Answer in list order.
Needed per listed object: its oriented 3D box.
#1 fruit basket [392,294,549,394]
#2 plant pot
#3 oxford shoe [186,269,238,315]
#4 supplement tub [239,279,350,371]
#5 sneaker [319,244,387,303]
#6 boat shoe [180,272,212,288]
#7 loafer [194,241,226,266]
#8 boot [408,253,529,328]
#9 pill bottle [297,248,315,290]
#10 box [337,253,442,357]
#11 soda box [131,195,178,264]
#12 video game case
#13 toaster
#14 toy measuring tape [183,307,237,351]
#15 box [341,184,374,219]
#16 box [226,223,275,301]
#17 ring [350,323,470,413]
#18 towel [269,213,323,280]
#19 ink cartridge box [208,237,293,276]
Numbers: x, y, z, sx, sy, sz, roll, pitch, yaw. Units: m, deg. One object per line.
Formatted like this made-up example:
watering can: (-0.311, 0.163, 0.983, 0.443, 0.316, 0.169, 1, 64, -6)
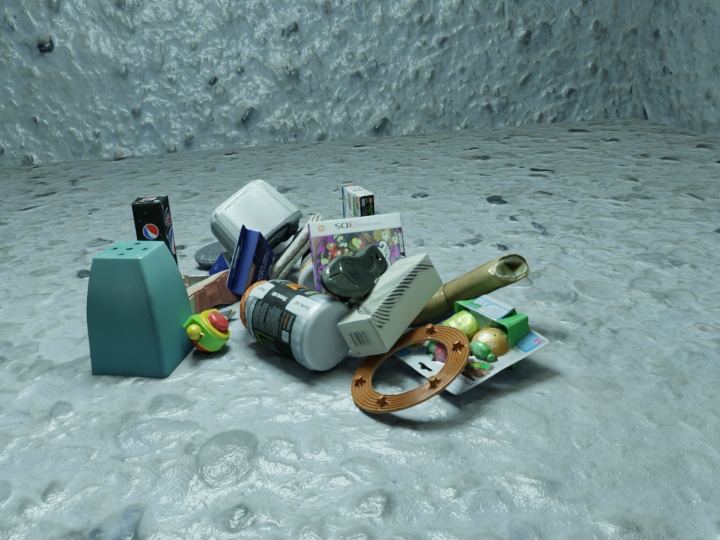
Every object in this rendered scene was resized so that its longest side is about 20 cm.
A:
fruit basket: (0.171, 0.115, 1.109, 0.198, 0.095, 0.185, -18, 25, -27)
plant pot: (-0.380, 0.057, 1.180, 0.139, 0.203, 0.142, 1, 19, 11)
oxford shoe: (-0.309, 0.040, 1.413, 0.073, 0.072, 0.199, 2, 17, 35)
supplement tub: (-0.114, 0.087, 1.177, 0.122, 0.124, 0.199, -20, 27, -40)
sneaker: (-0.032, 0.021, 1.184, 0.114, 0.077, 0.199, -38, -1, 25)
boat shoe: (-0.397, 0.034, 1.438, 0.198, 0.071, 0.070, -15, 22, -33)
loafer: (-0.295, -0.034, 1.644, 0.197, 0.063, 0.072, -13, 48, 2)
boot: (0.176, 0.033, 1.228, 0.174, 0.067, 0.199, -20, -6, -39)
pill bottle: (-0.069, 0.001, 1.412, 0.115, 0.118, 0.200, -3, 20, -2)
box: (0.053, 0.055, 1.147, 0.082, 0.069, 0.200, -16, 22, 42)
soda box: (-0.446, -0.059, 1.503, 0.070, 0.203, 0.063, -3, 20, 0)
video game case: (0.000, 0.000, 1.295, 0.179, 0.203, 0.036, -6, -4, -11)
toaster: (-0.227, -0.094, 1.445, 0.200, 0.129, 0.114, -42, -7, -24)
toy measuring tape: (-0.258, 0.107, 1.252, 0.072, 0.075, 0.200, 2, 3, 13)
box: (-0.002, -0.076, 1.488, 0.034, 0.203, 0.110, -10, 21, -19)
box: (-0.203, 0.000, 1.293, 0.032, 0.123, 0.200, 11, -13, 7)
ring: (0.072, 0.142, 1.045, 0.198, 0.019, 0.201, -24, 21, 10)
towel: (-0.149, -0.031, 1.442, 0.034, 0.200, 0.133, 37, 15, -9)
ink cartridge box: (-0.235, -0.025, 1.541, 0.199, 0.045, 0.094, -21, -15, -40)
